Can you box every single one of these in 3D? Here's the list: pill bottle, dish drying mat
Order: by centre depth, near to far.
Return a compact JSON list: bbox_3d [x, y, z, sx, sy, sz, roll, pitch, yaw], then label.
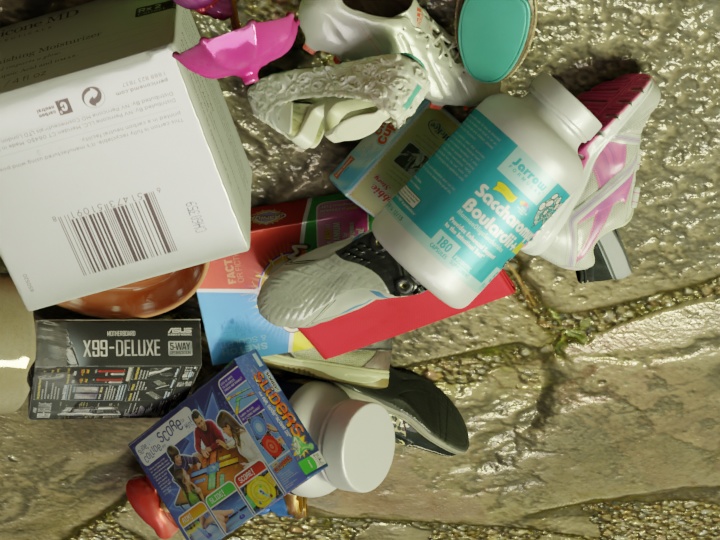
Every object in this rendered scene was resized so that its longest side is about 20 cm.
[{"bbox_3d":[0.112,-0.073,1.452,0.200,0.111,0.111,-48,133,6],"label":"pill bottle"},{"bbox_3d":[0.042,0.031,1.621,0.200,0.018,0.077,-20,144,14],"label":"dish drying mat"},{"bbox_3d":[-0.071,0.167,1.742,0.200,0.120,0.120,5,153,36],"label":"pill bottle"}]

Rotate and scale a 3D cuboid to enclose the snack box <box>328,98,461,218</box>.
[{"bbox_3d":[0.075,-0.074,1.576,0.116,0.037,0.200,-48,133,6],"label":"snack box"}]

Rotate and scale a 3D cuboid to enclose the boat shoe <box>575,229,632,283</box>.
[{"bbox_3d":[0.213,-0.045,1.653,0.057,0.069,0.200,-19,143,12],"label":"boat shoe"}]

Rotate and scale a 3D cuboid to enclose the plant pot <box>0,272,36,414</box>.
[{"bbox_3d":[-0.406,0.067,1.572,0.183,0.201,0.200,1,142,-32],"label":"plant pot"}]

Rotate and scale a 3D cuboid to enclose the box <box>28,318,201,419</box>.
[{"bbox_3d":[-0.246,0.100,1.688,0.158,0.050,0.200,0,161,-12],"label":"box"}]

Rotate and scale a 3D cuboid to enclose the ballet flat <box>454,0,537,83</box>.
[{"bbox_3d":[0.115,-0.242,1.381,0.070,0.065,0.200,13,139,9],"label":"ballet flat"}]

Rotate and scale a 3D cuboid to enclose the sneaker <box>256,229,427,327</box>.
[{"bbox_3d":[0.000,0.000,1.566,0.200,0.072,0.072,-17,99,20],"label":"sneaker"}]

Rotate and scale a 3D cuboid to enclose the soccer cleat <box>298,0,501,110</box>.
[{"bbox_3d":[0.043,-0.192,1.433,0.200,0.069,0.078,17,131,-27],"label":"soccer cleat"}]

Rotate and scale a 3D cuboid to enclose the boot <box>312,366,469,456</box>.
[{"bbox_3d":[0.002,0.171,1.869,0.204,0.074,0.154,30,129,-32],"label":"boot"}]

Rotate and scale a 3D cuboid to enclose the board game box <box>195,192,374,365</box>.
[{"bbox_3d":[-0.058,0.006,1.643,0.200,0.040,0.153,-10,126,-1],"label":"board game box"}]

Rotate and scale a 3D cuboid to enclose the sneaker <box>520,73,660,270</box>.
[{"bbox_3d":[0.210,-0.085,1.534,0.088,0.081,0.200,37,85,-29],"label":"sneaker"}]

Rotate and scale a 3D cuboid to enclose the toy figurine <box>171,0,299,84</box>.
[{"bbox_3d":[-0.109,-0.229,1.255,0.150,0.184,0.200,-25,139,18],"label":"toy figurine"}]

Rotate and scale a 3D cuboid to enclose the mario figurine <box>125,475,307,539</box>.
[{"bbox_3d":[-0.161,0.232,1.902,0.200,0.106,0.124,-2,131,4],"label":"mario figurine"}]

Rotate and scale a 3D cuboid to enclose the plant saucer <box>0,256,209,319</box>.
[{"bbox_3d":[-0.234,-0.034,1.559,0.200,0.032,0.200,4,135,4],"label":"plant saucer"}]

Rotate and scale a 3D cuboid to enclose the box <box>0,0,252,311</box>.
[{"bbox_3d":[-0.209,-0.101,1.393,0.199,0.131,0.200,-16,122,6],"label":"box"}]

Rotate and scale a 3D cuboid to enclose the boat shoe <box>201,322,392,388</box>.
[{"bbox_3d":[-0.065,0.071,1.736,0.201,0.066,0.072,13,174,-1],"label":"boat shoe"}]

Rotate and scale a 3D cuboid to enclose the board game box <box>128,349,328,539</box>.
[{"bbox_3d":[-0.134,0.182,1.693,0.200,0.135,0.034,-37,172,40],"label":"board game box"}]

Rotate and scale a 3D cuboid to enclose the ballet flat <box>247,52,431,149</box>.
[{"bbox_3d":[-0.029,-0.136,1.421,0.200,0.072,0.072,-8,153,46],"label":"ballet flat"}]
